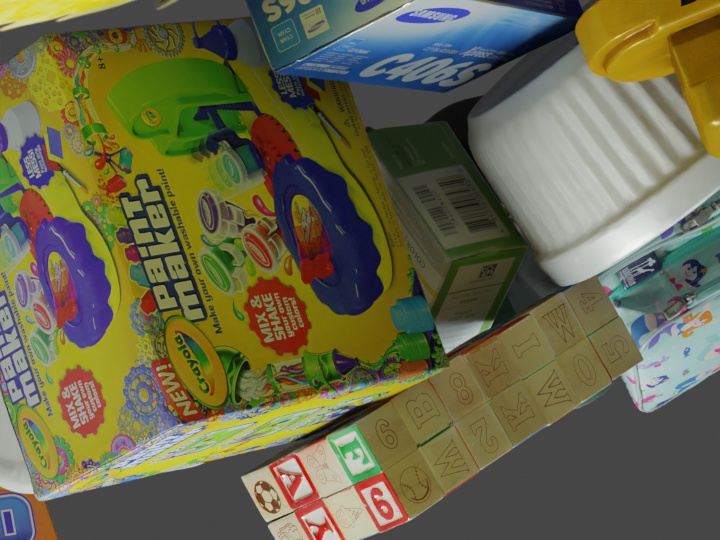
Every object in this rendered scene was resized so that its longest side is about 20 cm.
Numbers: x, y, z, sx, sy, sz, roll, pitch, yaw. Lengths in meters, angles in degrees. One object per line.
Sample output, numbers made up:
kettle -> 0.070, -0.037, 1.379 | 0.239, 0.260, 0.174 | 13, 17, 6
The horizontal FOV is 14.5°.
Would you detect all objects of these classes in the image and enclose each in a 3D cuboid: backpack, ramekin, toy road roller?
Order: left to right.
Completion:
ramekin -> 0.151, -0.093, 1.557 | 0.200, 0.105, 0.200 | -39, -174, 5
backpack -> 0.196, -0.021, 1.737 | 0.200, 0.151, 0.178 | -39, 161, -8
toy road roller -> 0.204, -0.145, 1.405 | 0.200, 0.146, 0.123 | -21, 169, 5

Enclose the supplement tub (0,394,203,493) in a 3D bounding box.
supplement tub -> -0.178, 0.083, 1.994 | 0.132, 0.132, 0.200 | -26, 169, 32

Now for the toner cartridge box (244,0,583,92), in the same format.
toner cartridge box -> 0.033, -0.133, 1.452 | 0.095, 0.043, 0.200 | -26, 169, 25

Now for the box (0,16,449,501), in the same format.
box -> -0.089, -0.011, 1.422 | 0.193, 0.200, 0.122 | -11, 167, -46

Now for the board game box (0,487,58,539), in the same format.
board game box -> -0.386, 0.296, 2.571 | 0.200, 0.200, 0.200 | -16, 170, -25

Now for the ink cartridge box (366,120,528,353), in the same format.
ink cartridge box -> 0.021, 0.020, 1.666 | 0.059, 0.104, 0.200 | -11, 143, -30

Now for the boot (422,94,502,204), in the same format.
boot -> 0.132, -0.087, 1.803 | 0.204, 0.073, 0.154 | -31, 166, 27

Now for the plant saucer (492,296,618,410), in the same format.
plant saucer -> 0.078, 0.024, 1.858 | 0.200, 0.200, 0.036 | -14, 130, -30

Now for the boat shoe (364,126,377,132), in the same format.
boat shoe -> 0.000, 0.000, 1.772 | 0.093, 0.075, 0.200 | 27, 140, -8

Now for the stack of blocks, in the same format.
stack of blocks -> 0.046, 0.081, 1.552 | 0.200, 0.059, 0.115 | -30, 180, -38
